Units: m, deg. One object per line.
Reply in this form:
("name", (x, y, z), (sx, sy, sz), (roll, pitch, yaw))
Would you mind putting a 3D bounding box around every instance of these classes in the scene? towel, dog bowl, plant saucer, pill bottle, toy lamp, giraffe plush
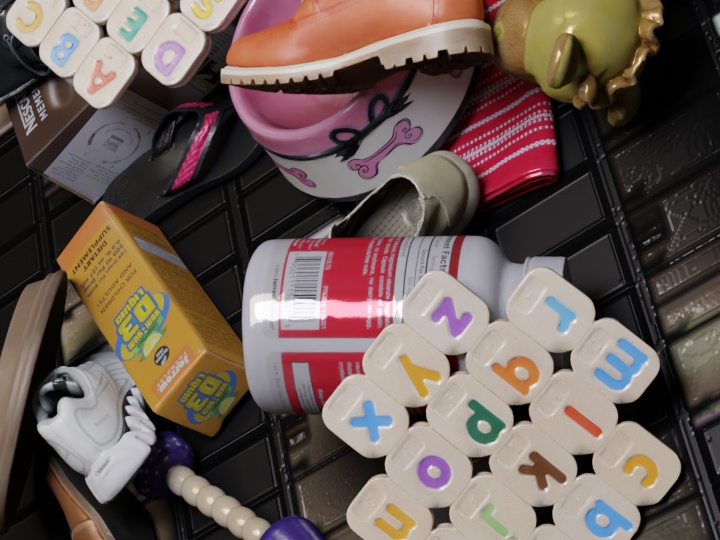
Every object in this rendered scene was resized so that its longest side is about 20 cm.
("towel", (0.069, -0.123, 1.405), (0.144, 0.022, 0.201), (-24, 56, 30))
("dog bowl", (-0.011, -0.155, 1.424), (0.199, 0.074, 0.201), (-19, 58, 33))
("plant saucer", (-0.254, 0.096, 1.487), (0.200, 0.029, 0.202), (-166, 90, -87))
("pill bottle", (0.032, 0.035, 1.258), (0.198, 0.112, 0.113), (0, 67, 11))
("toy lamp", (-0.083, 0.173, 1.373), (0.200, 0.058, 0.058), (27, 89, 48))
("giraffe plush", (0.144, -0.180, 1.279), (0.200, 0.172, 0.163), (4, 83, 60))

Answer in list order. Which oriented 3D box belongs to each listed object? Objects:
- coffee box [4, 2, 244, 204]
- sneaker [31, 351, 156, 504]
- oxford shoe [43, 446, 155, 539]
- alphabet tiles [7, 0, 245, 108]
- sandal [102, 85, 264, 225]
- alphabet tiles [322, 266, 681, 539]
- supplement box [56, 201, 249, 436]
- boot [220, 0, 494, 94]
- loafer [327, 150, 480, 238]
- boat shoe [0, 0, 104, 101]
("coffee box", (-0.190, -0.168, 1.611), (0.200, 0.080, 0.115), (-42, 47, 18))
("sneaker", (-0.198, 0.095, 1.457), (0.075, 0.081, 0.200), (-52, 17, 6))
("oxford shoe", (-0.187, 0.202, 1.440), (0.071, 0.071, 0.200), (-54, 46, 14))
("alphabet tiles", (-0.176, -0.231, 1.491), (0.200, 0.015, 0.196), (41, 100, 21))
("sandal", (-0.138, -0.093, 1.554), (0.200, 0.045, 0.075), (-36, 50, 23))
("alphabet tiles", (0.085, 0.101, 1.198), (0.200, 0.195, 0.015), (-53, 2, 9))
("supplement box", (-0.153, 0.034, 1.492), (0.067, 0.069, 0.200), (-51, 47, 11))
("boot", (-0.009, -0.172, 1.309), (0.199, 0.075, 0.108), (-10, 86, 29))
("loafer", (0.000, 0.000, 1.353), (0.076, 0.068, 0.201), (43, 109, 28))
("boat shoe", (-0.247, -0.189, 1.564), (0.199, 0.075, 0.066), (-36, 36, 11))
